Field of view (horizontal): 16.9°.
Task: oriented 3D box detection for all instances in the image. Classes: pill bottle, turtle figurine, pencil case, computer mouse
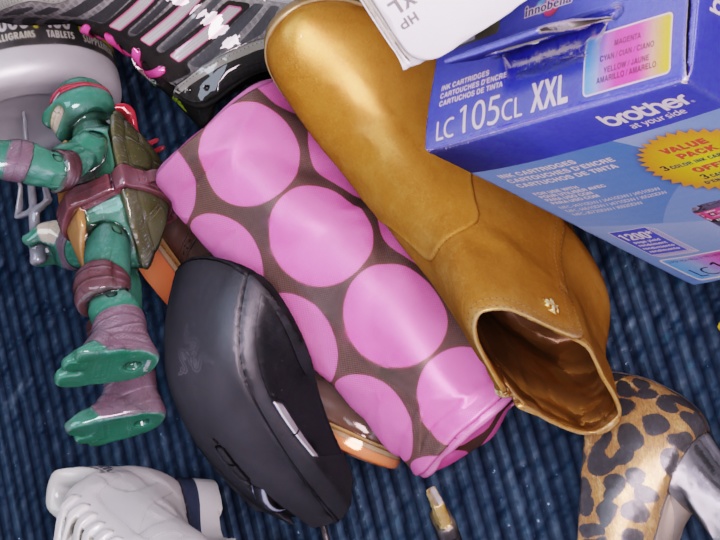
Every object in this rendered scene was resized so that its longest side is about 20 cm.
[{"bbox_3d":[-0.202,-0.166,1.310,0.112,0.112,0.200,-27,67,28],"label":"pill bottle"},{"bbox_3d":[-0.138,-0.025,1.168,0.101,0.150,0.200,-21,62,8],"label":"turtle figurine"},{"bbox_3d":[0.000,0.000,1.128,0.091,0.094,0.200,-44,78,22],"label":"pencil case"},{"bbox_3d":[-0.024,0.090,1.103,0.140,0.046,0.200,10,128,40],"label":"computer mouse"}]

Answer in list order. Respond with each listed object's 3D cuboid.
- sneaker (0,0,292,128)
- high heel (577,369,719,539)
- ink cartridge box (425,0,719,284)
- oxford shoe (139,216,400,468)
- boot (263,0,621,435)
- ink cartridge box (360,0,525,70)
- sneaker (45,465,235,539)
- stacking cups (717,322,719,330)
[{"bbox_3d":[-0.096,-0.116,1.214,0.200,0.074,0.088,4,92,-4],"label":"sneaker"},{"bbox_3d":[0.086,0.144,1.068,0.200,0.071,0.143,-36,68,4],"label":"high heel"},{"bbox_3d":[0.121,-0.068,0.950,0.136,0.200,0.076,-14,60,46],"label":"ink cartridge box"},{"bbox_3d":[-0.037,0.019,1.187,0.073,0.071,0.200,-52,56,10],"label":"oxford shoe"},{"bbox_3d":[0.041,-0.024,1.041,0.071,0.201,0.144,-41,26,18],"label":"boot"},{"bbox_3d":[0.045,-0.177,0.965,0.145,0.084,0.200,-33,22,6],"label":"ink cartridge box"},{"bbox_3d":[-0.107,0.141,1.141,0.200,0.080,0.077,-138,69,-76],"label":"sneaker"},{"bbox_3d":[0.223,-0.051,1.036,0.060,0.060,0.200,27,91,35],"label":"stacking cups"}]
